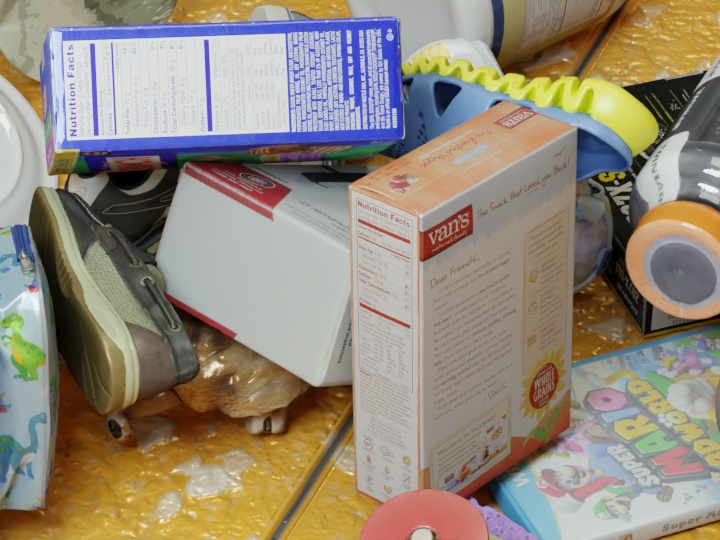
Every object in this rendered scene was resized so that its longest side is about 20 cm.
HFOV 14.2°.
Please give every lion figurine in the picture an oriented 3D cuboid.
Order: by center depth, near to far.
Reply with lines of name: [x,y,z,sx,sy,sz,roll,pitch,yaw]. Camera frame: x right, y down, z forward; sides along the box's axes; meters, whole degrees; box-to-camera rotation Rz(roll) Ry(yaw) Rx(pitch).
lion figurine: [-0.127,0.041,1.714,0.122,0.073,0.200,-28,46,-36]

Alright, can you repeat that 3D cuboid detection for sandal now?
sandal: [0.077,-0.075,1.742,0.200,0.080,0.087,7,63,39]

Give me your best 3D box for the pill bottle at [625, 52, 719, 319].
pill bottle: [0.228,-0.054,1.748,0.106,0.106,0.200,18,41,19]

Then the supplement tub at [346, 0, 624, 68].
supplement tub: [0.102,-0.221,1.994,0.200,0.145,0.144,-27,47,-32]

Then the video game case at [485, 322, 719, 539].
video game case: [0.166,0.099,1.698,0.199,0.018,0.143,-14,42,-19]

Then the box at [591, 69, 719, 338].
box: [0.215,-0.049,1.862,0.159,0.049,0.200,-14,41,-15]

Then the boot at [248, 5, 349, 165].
boot: [-0.019,-0.095,1.895,0.090,0.073,0.200,10,46,-21]

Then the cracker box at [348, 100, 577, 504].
cracker box: [0.058,0.022,1.604,0.058,0.201,0.134,25,38,36]

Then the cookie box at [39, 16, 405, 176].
cookie box: [-0.085,-0.100,1.684,0.199,0.076,0.171,-2,-2,-7]

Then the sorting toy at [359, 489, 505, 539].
sorting toy: [0.047,0.209,1.476,0.198,0.070,0.200,21,55,26]

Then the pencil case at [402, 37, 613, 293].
pencil case: [0.087,-0.067,1.840,0.083,0.091,0.200,3,33,-29]

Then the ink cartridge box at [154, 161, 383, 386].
ink cartridge box: [0.000,0.000,1.691,0.144,0.084,0.200,28,17,35]

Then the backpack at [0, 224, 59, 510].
backpack: [-0.244,0.048,1.614,0.146,0.184,0.200,-6,29,-14]

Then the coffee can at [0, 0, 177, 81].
coffee can: [-0.232,-0.240,1.999,0.146,0.147,0.200,-20,44,-25]

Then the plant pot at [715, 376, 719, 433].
plant pot: [0.291,0.096,1.581,0.199,0.201,0.174,-17,33,-23]

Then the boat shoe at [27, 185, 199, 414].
boat shoe: [-0.143,0.016,1.641,0.065,0.073,0.200,-3,34,-20]

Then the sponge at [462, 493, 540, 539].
sponge: [0.084,0.195,1.565,0.200,0.030,0.111,30,46,31]

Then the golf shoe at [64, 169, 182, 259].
golf shoe: [-0.126,-0.073,1.839,0.078,0.095,0.200,15,39,18]

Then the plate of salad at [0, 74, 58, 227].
plate of salad: [-0.292,-0.074,1.854,0.199,0.048,0.201,15,48,-18]
